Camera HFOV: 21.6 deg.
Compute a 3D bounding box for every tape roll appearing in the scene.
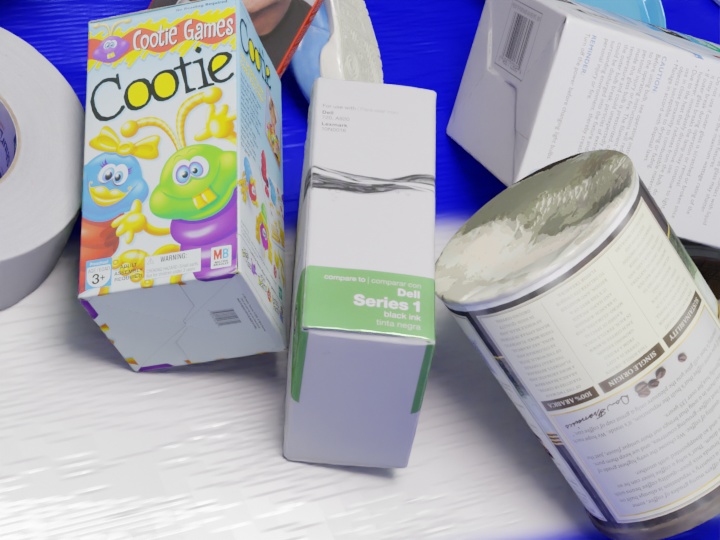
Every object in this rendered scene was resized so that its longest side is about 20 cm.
[{"bbox_3d":[-0.269,-0.068,1.174,0.199,0.066,0.201,13,51,-17],"label":"tape roll"}]

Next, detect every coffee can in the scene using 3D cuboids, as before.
[{"bbox_3d":[0.157,0.047,1.182,0.200,0.146,0.147,55,45,-20],"label":"coffee can"}]

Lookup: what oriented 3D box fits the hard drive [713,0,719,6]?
[{"bbox_3d":[0.366,-0.241,1.626,0.200,0.025,0.132,43,50,10],"label":"hard drive"}]

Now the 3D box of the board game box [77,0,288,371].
[{"bbox_3d":[-0.109,-0.054,1.178,0.102,0.105,0.201,-9,60,11],"label":"board game box"}]

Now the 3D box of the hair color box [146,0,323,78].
[{"bbox_3d":[-0.073,-0.200,1.276,0.101,0.201,0.061,30,15,-1],"label":"hair color box"}]

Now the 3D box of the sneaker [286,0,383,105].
[{"bbox_3d":[-0.057,-0.176,1.357,0.077,0.111,0.201,-27,103,-63],"label":"sneaker"}]

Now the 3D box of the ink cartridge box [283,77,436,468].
[{"bbox_3d":[0.000,0.000,1.189,0.084,0.146,0.201,5,53,-3],"label":"ink cartridge box"}]

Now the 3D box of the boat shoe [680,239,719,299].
[{"bbox_3d":[0.189,-0.016,1.349,0.199,0.072,0.065,2,56,-17],"label":"boat shoe"}]

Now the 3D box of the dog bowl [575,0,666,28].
[{"bbox_3d":[0.155,-0.227,1.457,0.200,0.049,0.112,50,52,-15],"label":"dog bowl"}]

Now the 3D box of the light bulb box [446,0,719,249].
[{"bbox_3d":[0.188,-0.108,1.322,0.199,0.126,0.198,14,13,-15],"label":"light bulb box"}]
